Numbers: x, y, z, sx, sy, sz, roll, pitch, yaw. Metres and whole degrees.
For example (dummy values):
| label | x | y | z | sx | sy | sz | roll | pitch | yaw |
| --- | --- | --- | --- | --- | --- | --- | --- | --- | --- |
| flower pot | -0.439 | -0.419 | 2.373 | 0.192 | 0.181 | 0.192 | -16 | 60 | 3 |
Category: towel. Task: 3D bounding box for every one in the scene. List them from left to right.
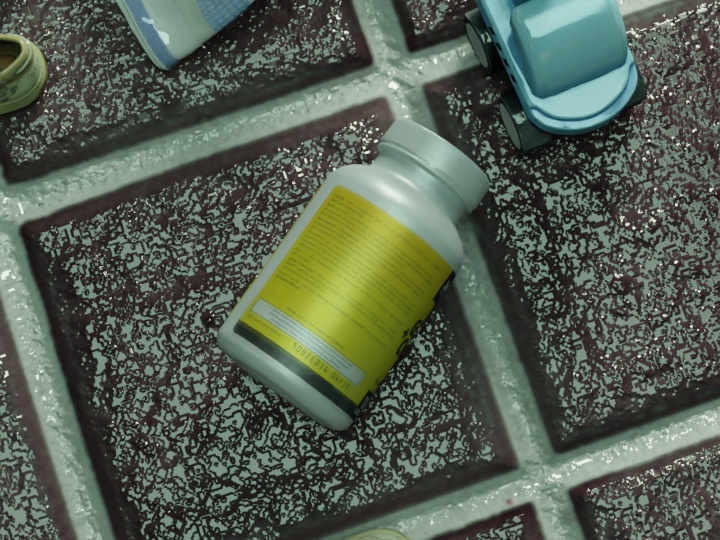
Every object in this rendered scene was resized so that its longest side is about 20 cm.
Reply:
| label | x | y | z | sx | sy | sz | roll | pitch | yaw |
| --- | --- | --- | --- | --- | --- | --- | --- | --- | --- |
| towel | -0.111 | -0.251 | 1.189 | 0.200 | 0.024 | 0.147 | -35 | 83 | 30 |

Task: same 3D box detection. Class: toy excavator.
| label | x | y | z | sx | sy | sz | roll | pitch | yaw |
| --- | --- | --- | --- | --- | --- | --- | --- | --- | --- |
| toy excavator | 0.127 | -0.194 | 1.144 | 0.100 | 0.200 | 0.195 | -22 | 82 | -4 |

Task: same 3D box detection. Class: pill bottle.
| label | x | y | z | sx | sy | sz | roll | pitch | yaw |
| --- | --- | --- | --- | --- | --- | --- | --- | --- | --- |
| pill bottle | 0.000 | 0.000 | 1.158 | 0.112 | 0.112 | 0.200 | 35 | 83 | 5 |

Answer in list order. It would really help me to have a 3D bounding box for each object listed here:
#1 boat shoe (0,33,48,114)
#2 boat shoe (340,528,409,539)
| label | x | y | z | sx | sy | sz | roll | pitch | yaw |
| --- | --- | --- | --- | --- | --- | --- | --- | --- | --- |
| boat shoe | -0.323 | -0.128 | 1.200 | 0.200 | 0.063 | 0.073 | -20 | 83 | -3 |
| boat shoe | -0.053 | 0.231 | 1.145 | 0.200 | 0.066 | 0.074 | -30 | 82 | -5 |
